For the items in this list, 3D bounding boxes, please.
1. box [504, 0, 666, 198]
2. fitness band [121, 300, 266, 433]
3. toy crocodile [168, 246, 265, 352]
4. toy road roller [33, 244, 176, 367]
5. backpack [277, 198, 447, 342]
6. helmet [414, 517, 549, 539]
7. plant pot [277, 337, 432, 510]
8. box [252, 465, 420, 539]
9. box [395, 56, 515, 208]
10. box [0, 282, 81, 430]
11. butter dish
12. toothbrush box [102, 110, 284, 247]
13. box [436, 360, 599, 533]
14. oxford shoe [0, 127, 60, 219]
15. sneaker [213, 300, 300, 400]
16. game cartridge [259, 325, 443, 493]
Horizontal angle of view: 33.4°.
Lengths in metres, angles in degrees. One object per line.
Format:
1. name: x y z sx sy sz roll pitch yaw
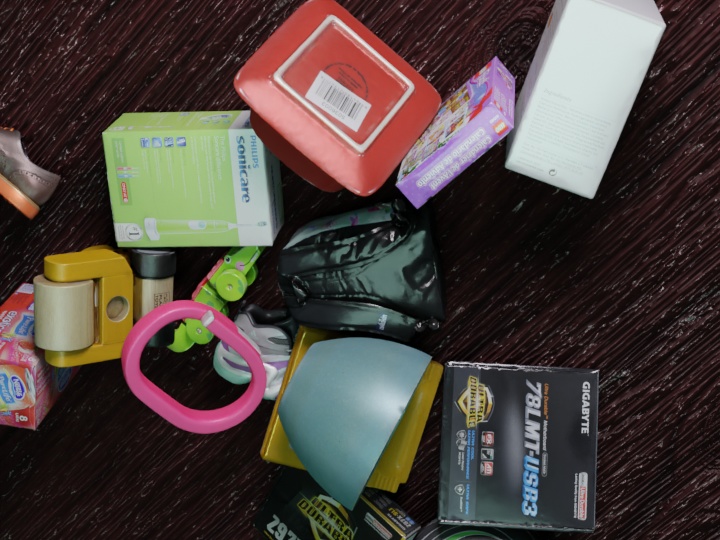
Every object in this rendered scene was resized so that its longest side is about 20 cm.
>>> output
1. box: 0.241 -0.207 1.313 0.105 0.153 0.203 20 114 0
2. fitness band: -0.201 0.122 1.467 0.143 0.038 0.200 -42 127 5
3. toy crocodile: -0.183 0.028 1.514 0.061 0.068 0.201 37 117 -3
4. toy road roller: -0.326 0.031 1.476 0.145 0.198 0.125 18 110 45
5. backpack: 0.000 0.000 1.449 0.196 0.127 0.170 -8 99 11
6. helmet: 0.149 0.403 1.558 0.189 0.199 0.203 27 117 25
7. plant pot: -0.019 0.159 1.410 0.133 0.200 0.202 28 114 5
8. box: -0.035 0.339 1.591 0.199 0.049 0.161 40 118 22
9. box: 0.109 -0.156 1.327 0.136 0.201 0.039 -40 103 22
10. box: -0.418 0.105 1.511 0.098 0.201 0.097 9 115 4
11. butter dish: -0.042 -0.175 1.373 0.199 0.200 0.148 40 144 -2
12. toothbrush box: -0.199 -0.111 1.453 0.196 0.086 0.148 0 113 9
13. box: 0.197 0.219 1.499 0.195 0.050 0.204 3 84 4
14. oxford shoe: -0.461 -0.157 1.494 0.200 0.071 0.073 44 83 -7
15. sneaker: -0.080 0.107 1.530 0.197 0.078 0.141 25 114 -3
16. game cartridge: -0.009 0.177 1.516 0.197 0.032 0.179 17 95 -17
